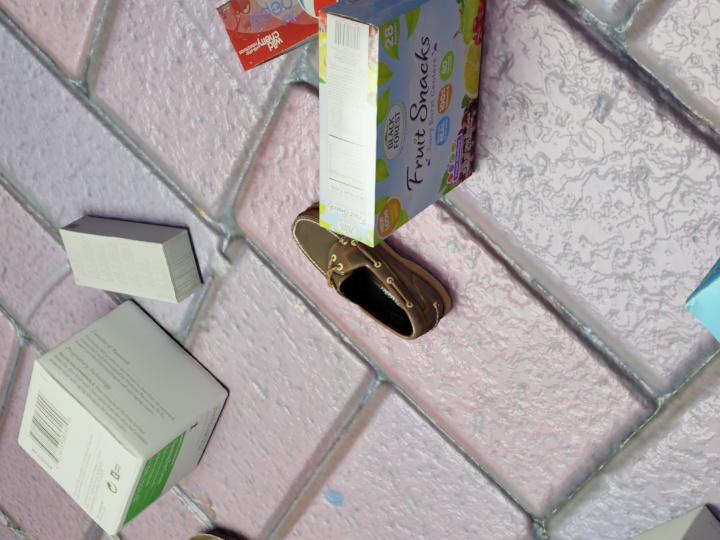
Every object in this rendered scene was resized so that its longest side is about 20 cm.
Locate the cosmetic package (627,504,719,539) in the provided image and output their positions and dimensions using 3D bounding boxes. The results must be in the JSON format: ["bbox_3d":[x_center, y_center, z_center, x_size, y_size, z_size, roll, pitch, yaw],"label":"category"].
[{"bbox_3d":[0.292,0.328,1.115,0.108,0.085,0.200,50,136,2],"label":"cosmetic package"}]

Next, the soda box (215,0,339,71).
[{"bbox_3d":[-0.044,-0.257,1.052,0.199,0.063,0.071,-15,105,45],"label":"soda box"}]

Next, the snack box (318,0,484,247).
[{"bbox_3d":[0.036,-0.148,0.975,0.067,0.168,0.202,21,127,30],"label":"snack box"}]

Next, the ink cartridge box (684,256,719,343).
[{"bbox_3d":[0.369,-0.009,0.794,0.145,0.147,0.200,47,137,6],"label":"ink cartridge box"}]

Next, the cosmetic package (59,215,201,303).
[{"bbox_3d":[-0.294,-0.016,1.425,0.198,0.051,0.083,9,119,37],"label":"cosmetic package"}]

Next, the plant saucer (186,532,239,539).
[{"bbox_3d":[-0.177,0.459,1.634,0.199,0.037,0.202,21,127,29],"label":"plant saucer"}]

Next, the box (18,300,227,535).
[{"bbox_3d":[-0.320,0.196,1.493,0.200,0.171,0.200,40,135,13],"label":"box"}]

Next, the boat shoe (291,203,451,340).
[{"bbox_3d":[0.000,0.000,1.172,0.199,0.070,0.071,33,134,22],"label":"boat shoe"}]
